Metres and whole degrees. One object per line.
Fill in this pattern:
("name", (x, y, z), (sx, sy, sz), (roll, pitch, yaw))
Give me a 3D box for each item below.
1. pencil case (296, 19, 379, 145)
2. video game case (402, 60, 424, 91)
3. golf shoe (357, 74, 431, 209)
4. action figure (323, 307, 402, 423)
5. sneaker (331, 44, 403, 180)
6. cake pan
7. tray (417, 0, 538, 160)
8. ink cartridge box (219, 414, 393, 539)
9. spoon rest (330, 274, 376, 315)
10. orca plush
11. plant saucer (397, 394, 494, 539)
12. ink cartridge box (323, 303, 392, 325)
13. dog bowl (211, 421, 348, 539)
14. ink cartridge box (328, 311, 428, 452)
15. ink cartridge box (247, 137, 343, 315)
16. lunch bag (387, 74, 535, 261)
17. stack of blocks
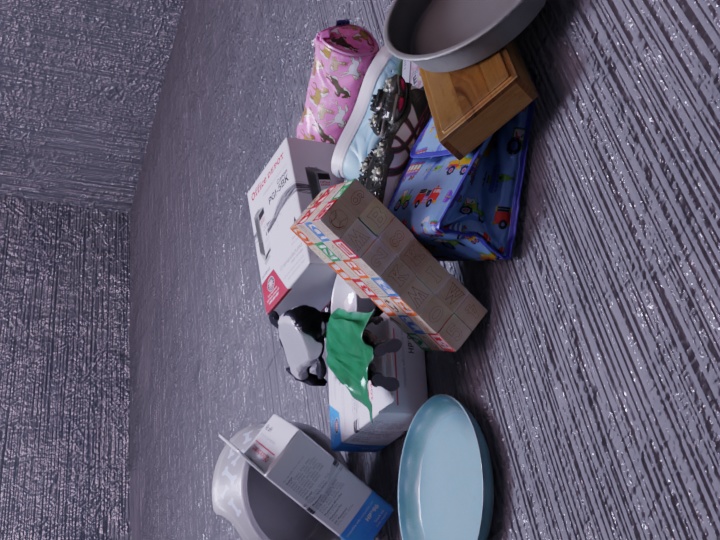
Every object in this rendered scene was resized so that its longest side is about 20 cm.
("pencil case", (-0.035, -0.241, 1.324), (0.087, 0.082, 0.201), (48, 144, 27))
("video game case", (0.102, -0.313, 1.161), (0.200, 0.025, 0.183), (160, 115, -67))
("golf shoe", (0.048, -0.129, 1.111), (0.077, 0.087, 0.202), (-30, 43, 61))
("action figure", (-0.005, 0.086, 1.078), (0.200, 0.054, 0.119), (-156, 70, -71))
("sneaker", (0.037, -0.204, 1.264), (0.201, 0.081, 0.074), (-68, -20, 2))
("cake pan", (0.114, -0.278, 0.973), (0.199, 0.037, 0.201), (-27, 40, 25))
("tray", (0.110, -0.210, 0.984), (0.098, 0.037, 0.201), (-39, 37, 24))
("ink cartridge box", (-0.068, 0.244, 1.163), (0.068, 0.200, 0.116), (-51, 17, -12))
("spoon rest", (0.000, 0.000, 1.169), (0.100, 0.060, 0.201), (-112, 39, -51))
("orca plush", (-0.056, 0.090, 1.238), (0.105, 0.071, 0.201), (40, 158, 30))
("plant saucer", (0.091, 0.233, 1.012), (0.200, 0.027, 0.202), (-173, 90, -69))
("ink cartridge box", (0.000, 0.016, 1.297), (0.201, 0.043, 0.199), (-102, 29, -44))
("dog bowl", (-0.094, 0.291, 1.258), (0.059, 0.199, 0.202), (-29, 55, 46))
("ink cartridge box", (0.026, 0.136, 1.154), (0.200, 0.067, 0.117), (131, 141, -57))
("ink cartridge box", (-0.081, -0.057, 1.311), (0.147, 0.082, 0.201), (-47, 47, 47))
("lunch bag", (0.114, -0.118, 1.012), (0.150, 0.093, 0.202), (0, 69, 67))
("stack of blocks", (0.027, -0.002, 1.019), (0.059, 0.200, 0.115), (-49, 13, -15))
